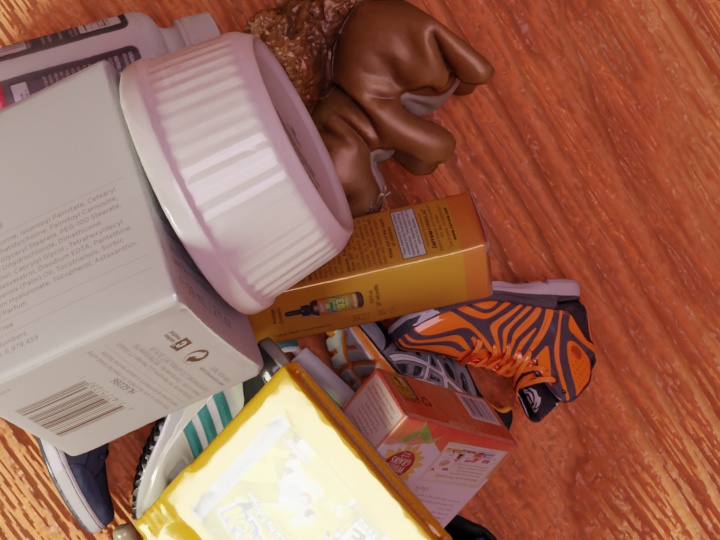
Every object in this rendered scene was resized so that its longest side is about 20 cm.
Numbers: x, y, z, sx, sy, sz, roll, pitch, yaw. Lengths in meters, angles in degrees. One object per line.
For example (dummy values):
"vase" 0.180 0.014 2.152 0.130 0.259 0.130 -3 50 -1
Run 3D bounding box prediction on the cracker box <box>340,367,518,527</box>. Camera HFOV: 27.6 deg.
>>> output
"cracker box" 0.009 0.175 1.146 0.134 0.058 0.200 20 117 -44

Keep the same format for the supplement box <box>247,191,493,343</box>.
"supplement box" 0.000 0.000 1.152 0.199 0.069 0.067 -14 139 -4

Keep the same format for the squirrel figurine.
"squirrel figurine" -0.016 -0.138 1.189 0.200 0.142 0.187 38 92 -11

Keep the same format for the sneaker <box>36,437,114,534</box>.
"sneaker" -0.194 0.100 1.184 0.146 0.077 0.203 -18 95 -8

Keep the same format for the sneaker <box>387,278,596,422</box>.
"sneaker" 0.121 0.070 1.214 0.199 0.078 0.112 -6 71 -31

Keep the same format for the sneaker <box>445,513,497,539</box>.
"sneaker" 0.094 0.264 1.236 0.081 0.115 0.199 -45 101 -6

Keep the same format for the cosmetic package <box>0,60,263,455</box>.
"cosmetic package" -0.196 -0.004 1.056 0.166 0.167 0.201 -24 65 7

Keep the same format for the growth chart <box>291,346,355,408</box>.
"growth chart" -0.071 0.168 1.243 0.145 0.018 0.200 35 85 -8

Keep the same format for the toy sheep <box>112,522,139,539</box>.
"toy sheep" -0.157 0.295 1.174 0.137 0.138 0.201 -15 105 -11

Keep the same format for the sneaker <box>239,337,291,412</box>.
"sneaker" -0.087 0.149 1.144 0.106 0.075 0.200 -24 132 -21

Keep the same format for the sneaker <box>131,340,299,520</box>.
"sneaker" -0.117 0.126 1.195 0.093 0.070 0.200 23 90 -8

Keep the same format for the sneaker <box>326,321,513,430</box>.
"sneaker" 0.049 0.092 1.245 0.200 0.078 0.077 47 70 -14

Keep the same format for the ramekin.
"ramekin" -0.081 -0.077 1.044 0.094 0.202 0.203 -26 98 8

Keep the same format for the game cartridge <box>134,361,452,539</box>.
"game cartridge" -0.057 0.197 1.083 0.176 0.032 0.200 48 111 12

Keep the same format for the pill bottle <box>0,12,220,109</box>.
"pill bottle" -0.204 -0.139 1.153 0.199 0.111 0.111 -17 96 -11
